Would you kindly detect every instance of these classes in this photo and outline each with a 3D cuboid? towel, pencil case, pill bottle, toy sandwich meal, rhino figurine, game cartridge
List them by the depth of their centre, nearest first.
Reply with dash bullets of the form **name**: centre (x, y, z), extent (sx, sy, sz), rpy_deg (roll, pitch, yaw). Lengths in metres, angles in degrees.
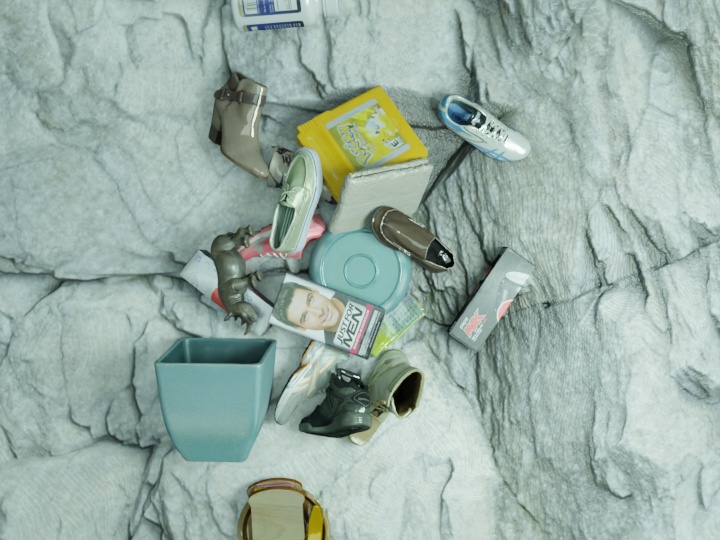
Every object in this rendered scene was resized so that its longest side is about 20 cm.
- **towel**: centre (0.038, -0.140, 1.590), extent (0.199, 0.133, 0.035), rpy_deg (-14, 51, -33)
- **rhino figurine**: centre (-0.229, 0.021, 1.596), extent (0.087, 0.060, 0.202), rpy_deg (-11, 85, 17)
- **game cartridge**: centre (-0.001, -0.240, 1.619), extent (0.199, 0.032, 0.177), rpy_deg (-29, 72, -16)
- **pill bottle**: centre (-0.142, -0.519, 1.633), extent (0.198, 0.111, 0.112), rpy_deg (-4, 90, 2)
- **pencil case**: centre (-0.086, -0.182, 1.648), extent (0.198, 0.078, 0.090), rpy_deg (15, 71, 2)
- **toy sandwich meal**: centre (-0.150, 0.503, 1.656), extent (0.203, 0.070, 0.207), rpy_deg (0, 90, 2)
- **towel**: centre (0.013, 0.053, 1.672), extent (0.143, 0.023, 0.200), rpy_deg (-41, 88, 1)

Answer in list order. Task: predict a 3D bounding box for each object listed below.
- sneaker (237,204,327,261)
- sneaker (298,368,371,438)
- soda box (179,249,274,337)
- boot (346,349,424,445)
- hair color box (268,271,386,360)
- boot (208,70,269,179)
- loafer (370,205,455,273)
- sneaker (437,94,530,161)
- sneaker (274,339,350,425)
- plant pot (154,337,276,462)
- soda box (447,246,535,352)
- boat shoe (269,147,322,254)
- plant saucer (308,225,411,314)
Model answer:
- **sneaker**: centre (-0.154, -0.051, 1.654), extent (0.199, 0.074, 0.087), rpy_deg (-29, 90, 2)
- **sneaker**: centre (-0.046, 0.254, 1.621), extent (0.076, 0.199, 0.115), rpy_deg (17, 63, -29)
- **soda box**: centre (-0.249, 0.043, 1.661), extent (0.199, 0.068, 0.064), rpy_deg (38, 92, 1)
- **boot**: centre (0.045, 0.254, 1.602), extent (0.072, 0.155, 0.201), rpy_deg (29, 91, -17)
- **hair color box**: centre (-0.062, 0.084, 1.599), extent (0.198, 0.061, 0.100), rpy_deg (21, 92, -3)
- **boot**: centre (-0.215, -0.283, 1.628), extent (0.200, 0.070, 0.147), rpy_deg (39, 109, 28)
- **loafer**: centre (0.107, -0.059, 1.603), extent (0.199, 0.071, 0.074), rpy_deg (29, 80, -29)
- **sneaker**: centre (0.235, -0.270, 1.638), extent (0.199, 0.072, 0.072), rpy_deg (29, 90, 1)
- **sneaker**: centre (-0.092, 0.220, 1.654), extent (0.092, 0.076, 0.201), rpy_deg (31, 93, -2)
- **plant pot**: centre (-0.263, 0.246, 1.606), extent (0.194, 0.196, 0.202), rpy_deg (0, 98, 2)
- **soda box**: centre (0.249, 0.055, 1.642), extent (0.070, 0.063, 0.201), rpy_deg (34, 92, 2)
- **boat shoe**: centre (-0.119, -0.126, 1.576), extent (0.072, 0.062, 0.202), rpy_deg (15, 101, 29)
- **plant saucer**: centre (0.000, 0.000, 1.639), extent (0.198, 0.027, 0.202), rpy_deg (0, 94, -2)
